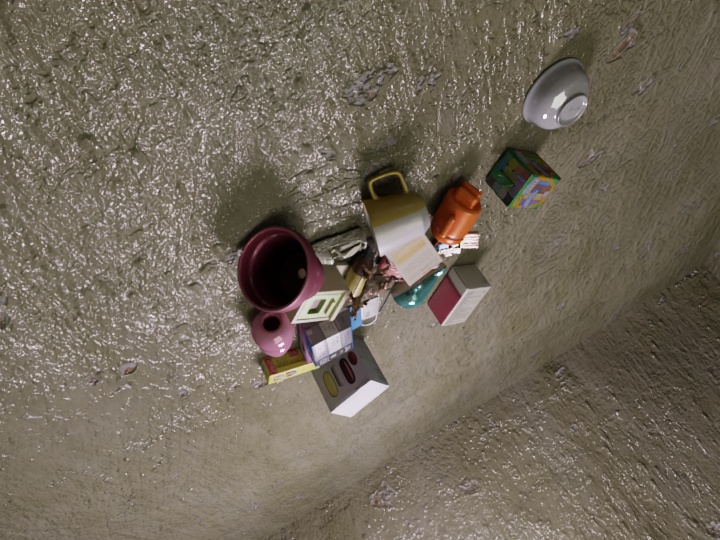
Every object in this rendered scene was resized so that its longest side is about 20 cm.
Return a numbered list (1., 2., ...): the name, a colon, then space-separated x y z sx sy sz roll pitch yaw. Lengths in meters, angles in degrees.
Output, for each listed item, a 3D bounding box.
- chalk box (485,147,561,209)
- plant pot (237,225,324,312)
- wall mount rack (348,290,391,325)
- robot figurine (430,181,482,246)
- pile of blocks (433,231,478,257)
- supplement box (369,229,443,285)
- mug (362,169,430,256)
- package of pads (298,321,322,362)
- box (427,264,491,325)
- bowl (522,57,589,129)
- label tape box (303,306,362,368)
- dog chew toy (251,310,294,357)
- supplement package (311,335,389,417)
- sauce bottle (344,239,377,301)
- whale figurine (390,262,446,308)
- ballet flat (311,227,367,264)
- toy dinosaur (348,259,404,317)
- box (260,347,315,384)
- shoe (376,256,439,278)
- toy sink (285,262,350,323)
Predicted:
1. chalk box: 0.460 -0.267 1.710 0.197 0.125 0.125 -2 138 -42
2. plant pot: -0.179 0.005 1.462 0.199 0.202 0.179 -39 163 11
3. wall mount rack: 0.041 0.085 1.870 0.171 0.075 0.202 -18 146 -16
4. robot figurine: 0.276 -0.157 1.704 0.114 0.146 0.202 10 132 -20
5. pile of blocks: 0.281 -0.093 1.838 0.197 0.063 0.082 -21 128 25
6. supplement box: 0.131 -0.071 1.669 0.125 0.074 0.201 -36 126 6
7. mug: 0.093 -0.143 1.502 0.150 0.151 0.188 -18 143 0
8. package of pads: -0.134 0.201 1.861 0.118 0.076 0.202 -21 146 -16
9. box: 0.352 0.088 2.111 0.126 0.110 0.202 -5 139 -37
10. bowl: 0.538 -0.450 1.564 0.198 0.091 0.203 -23 147 -15
11. label tape box: -0.068 0.197 1.785 0.197 0.064 0.145 -27 149 -14
12. dog chew toy: -0.251 0.190 1.708 0.123 0.126 0.201 -23 156 -15
13. supplement package: -0.043 0.365 2.047 0.190 0.202 0.147 -40 148 12
14. sauce bottle: 0.000 0.000 1.715 0.065 0.066 0.202 -3 134 -39
15. whale figurine: 0.195 0.049 1.882 0.197 0.105 0.159 -29 -179 4
16. ballet flat: -0.068 -0.055 1.582 0.197 0.072 0.072 -24 148 -13
17. toy dinosaur: 0.035 0.049 1.681 0.198 0.086 0.136 -18 150 -49
18. box: -0.223 0.303 1.924 0.196 0.076 0.051 -13 142 -27
19. shoe: 0.145 -0.018 1.808 0.196 0.072 0.092 7 136 -29
20. toy sink: -0.111 0.064 1.660 0.197 0.113 0.131 -2 138 -40
